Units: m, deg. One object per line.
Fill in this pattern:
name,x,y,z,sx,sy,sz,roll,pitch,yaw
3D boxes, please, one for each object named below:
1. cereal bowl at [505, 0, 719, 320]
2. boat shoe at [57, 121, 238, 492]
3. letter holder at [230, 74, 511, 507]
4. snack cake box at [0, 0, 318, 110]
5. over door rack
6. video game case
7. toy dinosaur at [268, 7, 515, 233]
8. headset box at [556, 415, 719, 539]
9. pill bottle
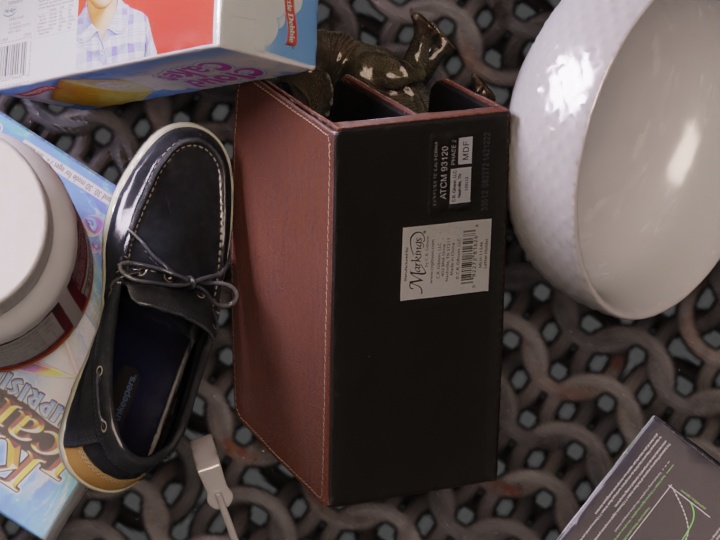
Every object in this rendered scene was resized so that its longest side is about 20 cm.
cereal bowl,0.137,-0.079,1.513,0.083,0.200,0.201,20,82,34
boat shoe,-0.102,0.017,1.491,0.074,0.062,0.201,24,70,-26
letter holder,0.000,0.000,1.509,0.100,0.142,0.201,-7,110,-24
snack cake box,-0.108,-0.154,1.506,0.067,0.199,0.116,10,80,-41
over door rack,-0.111,0.208,1.504,0.147,0.067,0.201,-20,99,-4
video game case,-0.202,0.018,1.557,0.199,0.045,0.182,32,85,3
toy dinosaur,0.024,-0.074,1.567,0.102,0.077,0.200,-39,91,8
headset box,0.204,0.179,1.461,0.200,0.174,0.093,38,87,13
pill bottle,-0.192,-0.011,1.437,0.109,0.200,0.110,0,82,-1
